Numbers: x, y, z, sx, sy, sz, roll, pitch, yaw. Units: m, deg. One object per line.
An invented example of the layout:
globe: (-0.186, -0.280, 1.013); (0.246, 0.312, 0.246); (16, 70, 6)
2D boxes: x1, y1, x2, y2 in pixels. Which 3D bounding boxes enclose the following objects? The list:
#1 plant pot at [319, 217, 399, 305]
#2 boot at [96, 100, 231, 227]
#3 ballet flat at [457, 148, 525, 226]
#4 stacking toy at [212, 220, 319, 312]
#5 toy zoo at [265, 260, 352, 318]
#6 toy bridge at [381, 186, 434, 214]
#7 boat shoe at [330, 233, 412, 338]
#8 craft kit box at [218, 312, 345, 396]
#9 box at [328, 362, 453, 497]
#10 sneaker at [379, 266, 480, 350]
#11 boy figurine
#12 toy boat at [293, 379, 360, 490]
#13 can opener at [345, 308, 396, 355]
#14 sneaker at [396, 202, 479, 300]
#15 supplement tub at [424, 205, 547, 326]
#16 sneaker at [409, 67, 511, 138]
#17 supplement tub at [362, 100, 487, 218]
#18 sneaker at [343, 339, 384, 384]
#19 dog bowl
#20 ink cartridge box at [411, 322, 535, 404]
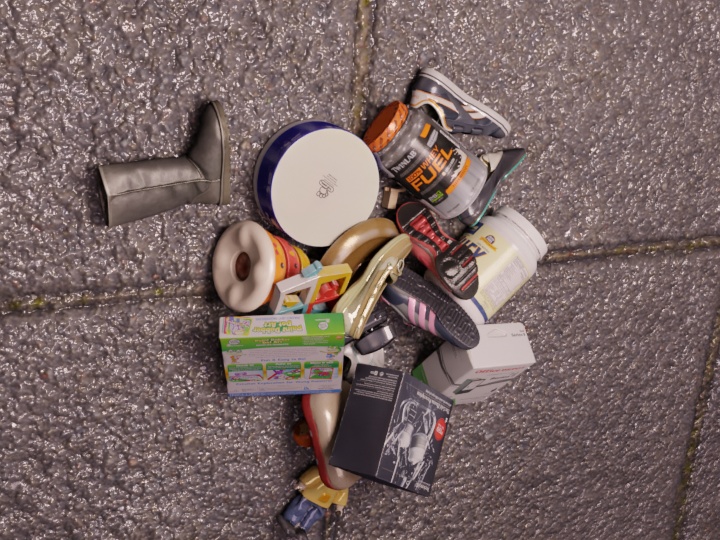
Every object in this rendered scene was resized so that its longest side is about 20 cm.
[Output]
plant pot: (0.000, 0.000, 1.531); (0.200, 0.027, 0.201); (-31, 145, -25)
boot: (-0.299, -0.163, 1.344); (0.199, 0.073, 0.183); (-6, 109, -19)
ballet flat: (0.230, -0.170, 1.610); (0.200, 0.073, 0.073); (-52, 125, -22)
stacking toy: (-0.133, -0.004, 1.470); (0.199, 0.146, 0.147); (2, 108, -48)
toy zoo: (-0.089, 0.051, 1.434); (0.131, 0.021, 0.200); (-15, 150, -29)
toy bridge: (0.129, -0.136, 1.600); (0.199, 0.027, 0.068); (5, 103, -30)
boat shoe: (0.030, 0.025, 1.479); (0.201, 0.063, 0.073); (-49, 166, -22)
craft kit box: (-0.128, 0.142, 1.459); (0.199, 0.049, 0.198); (-2, 147, -6)
box: (0.059, 0.283, 1.553); (0.200, 0.104, 0.183); (35, 68, -51)
sneaker: (0.120, 0.079, 1.564); (0.070, 0.200, 0.082); (-40, 168, -44)
boy figurine: (-0.066, 0.420, 1.677); (0.200, 0.064, 0.124); (-48, 119, -3)
toy boat: (-0.066, 0.292, 1.599); (0.130, 0.130, 0.201); (-25, 106, -56)
can opener: (-0.037, 0.125, 1.565); (0.199, 0.079, 0.063); (-24, 160, -1)
sneaker: (0.136, -0.032, 1.554); (0.074, 0.087, 0.200); (-37, 82, -12)
supplement tub: (0.232, -0.008, 1.633); (0.200, 0.145, 0.145); (-44, 122, -8)
sneaker: (0.169, -0.270, 1.545); (0.199, 0.078, 0.080); (29, 88, -22)
supplement tub: (0.108, -0.189, 1.501); (0.200, 0.123, 0.123); (36, 89, -20)
sneaker: (0.010, 0.206, 1.645); (0.080, 0.070, 0.201); (-12, 111, -7)
dog bowl: (-0.072, -0.144, 1.459); (0.199, 0.079, 0.201); (-10, 112, -25)
ink cartridge box: (0.210, 0.179, 1.659); (0.145, 0.084, 0.200); (-3, 153, -27)
